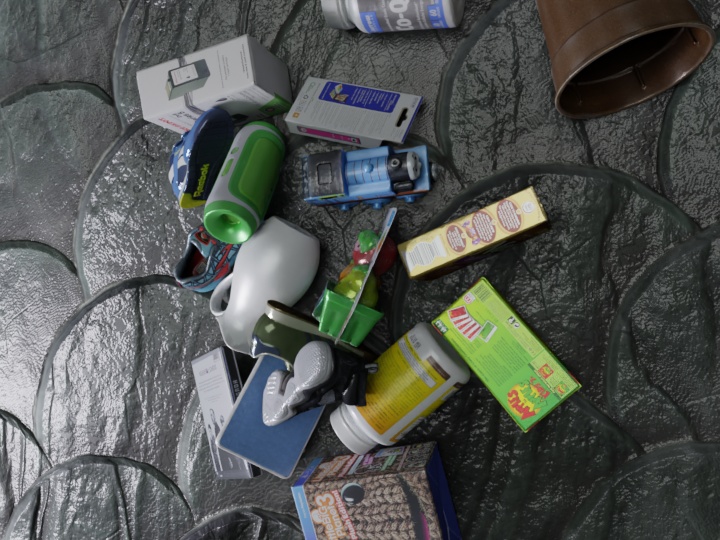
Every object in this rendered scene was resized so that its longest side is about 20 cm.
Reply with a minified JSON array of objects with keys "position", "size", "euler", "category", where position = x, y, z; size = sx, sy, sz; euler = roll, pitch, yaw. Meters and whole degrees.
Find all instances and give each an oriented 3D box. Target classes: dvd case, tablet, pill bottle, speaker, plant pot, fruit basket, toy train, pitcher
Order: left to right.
[{"position":[-0.214,0.226,1.081],"size":[0.150,0.025,0.200],"euler":[-27,75,56],"category":"dvd case"},{"position":[-0.175,-0.138,1.055],"size":[0.088,0.089,0.200],"euler":[-3,49,19],"category":"speaker"},{"position":[-0.160,0.011,1.080],"size":[0.172,0.121,0.200],"euler":[35,98,44],"category":"pitcher"},{"position":[-0.115,0.194,1.024],"size":[0.130,0.014,0.200],"euler":[33,74,-20],"category":"tablet"},{"position":[0.000,0.000,0.985],"size":[0.094,0.185,0.200],"euler":[18,95,-3],"category":"fruit basket"},{"position":[0.012,-0.139,1.023],"size":[0.200,0.114,0.087],"euler":[-5,86,19],"category":"toy train"},{"position":[0.049,-0.417,1.028],"size":[0.200,0.114,0.114],"euler":[3,87,19],"category":"pill bottle"},{"position":[0.053,0.175,0.993],"size":[0.200,0.109,0.109],"euler":[-43,75,11],"category":"pill bottle"},{"position":[0.323,-0.338,0.898],"size":[0.200,0.200,0.199],"euler":[-19,74,17],"category":"plant pot"}]

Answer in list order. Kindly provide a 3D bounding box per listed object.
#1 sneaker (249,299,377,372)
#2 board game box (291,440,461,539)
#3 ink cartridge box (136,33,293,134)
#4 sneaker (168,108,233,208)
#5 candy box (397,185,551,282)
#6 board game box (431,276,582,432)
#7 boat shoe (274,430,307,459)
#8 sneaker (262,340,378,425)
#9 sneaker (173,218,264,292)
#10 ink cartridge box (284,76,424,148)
[{"position":[-0.075,0.121,1.012],"size":[0.090,0.200,0.067],"euler":[-59,30,3],"category":"sneaker"},{"position":[0.026,0.349,0.982],"size":[0.200,0.097,0.160],"euler":[-14,95,18],"category":"board game box"},{"position":[-0.229,-0.288,1.098],"size":[0.200,0.145,0.084],"euler":[-12,84,18],"category":"ink cartridge box"},{"position":[-0.267,-0.191,1.112],"size":[0.082,0.074,0.200],"euler":[58,135,24],"category":"sneaker"},{"position":[0.163,-0.046,0.965],"size":[0.200,0.117,0.057],"euler":[-25,80,16],"category":"candy box"},{"position":[0.206,0.117,0.976],"size":[0.102,0.048,0.200],"euler":[-43,74,12],"category":"board game box"},{"position":[-0.118,0.197,1.078],"size":[0.074,0.063,0.202],"euler":[-25,64,56],"category":"boat shoe"},{"position":[-0.056,0.167,0.945],"size":[0.200,0.114,0.076],"euler":[-46,39,45],"category":"sneaker"},{"position":[-0.229,-0.048,1.109],"size":[0.079,0.096,0.200],"euler":[35,98,17],"category":"sneaker"},{"position":[-0.009,-0.241,1.060],"size":[0.200,0.037,0.095],"euler":[14,65,21],"category":"ink cartridge box"}]
